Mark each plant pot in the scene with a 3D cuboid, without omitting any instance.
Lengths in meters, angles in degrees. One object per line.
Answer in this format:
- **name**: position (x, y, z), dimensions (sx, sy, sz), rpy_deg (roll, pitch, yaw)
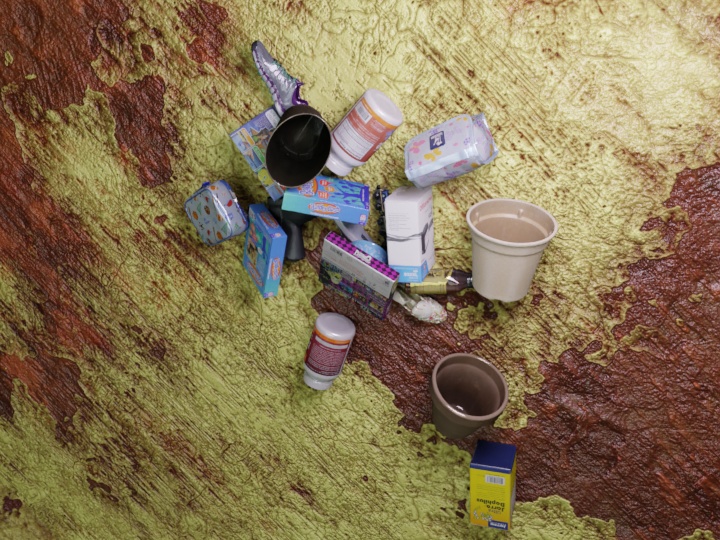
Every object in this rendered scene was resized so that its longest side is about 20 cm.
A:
- **plant pot**: position (0.332, -0.036, 1.555), dimensions (0.200, 0.201, 0.184), rpy_deg (14, 126, 16)
- **plant pot**: position (0.261, 0.342, 1.743), dimensions (0.200, 0.200, 0.175), rpy_deg (23, 135, 11)

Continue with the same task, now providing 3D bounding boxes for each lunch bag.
- **lunch bag**: position (-0.384, -0.156, 1.806), dimensions (0.200, 0.076, 0.160), rpy_deg (-15, 104, 53)
- **lunch bag**: position (0.197, -0.263, 1.495), dimensions (0.169, 0.200, 0.127), rpy_deg (-19, 103, 28)

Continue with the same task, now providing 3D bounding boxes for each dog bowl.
- **dog bowl**: position (0.000, 0.000, 1.716), dimensions (0.111, 0.050, 0.200), rpy_deg (27, 146, -4)

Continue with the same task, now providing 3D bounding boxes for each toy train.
- **toy train**: position (0.067, -0.117, 1.702), dimensions (0.046, 0.034, 0.200), rpy_deg (-3, 110, 19)

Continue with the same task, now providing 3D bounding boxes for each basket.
- **basket**: position (-0.141, -0.306, 1.580), dimensions (0.136, 0.200, 0.180), rpy_deg (29, 112, -16)

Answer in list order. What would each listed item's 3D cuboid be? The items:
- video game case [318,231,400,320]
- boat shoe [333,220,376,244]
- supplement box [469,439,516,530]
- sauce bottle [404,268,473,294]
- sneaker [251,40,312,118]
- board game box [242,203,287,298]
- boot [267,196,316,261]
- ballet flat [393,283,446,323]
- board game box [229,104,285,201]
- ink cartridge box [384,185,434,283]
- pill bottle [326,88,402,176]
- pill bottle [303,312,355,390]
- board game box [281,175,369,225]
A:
- **video game case**: position (-0.008, 0.017, 1.647), dimensions (0.200, 0.036, 0.181), rpy_deg (31, 146, 13)
- **boat shoe**: position (-0.021, -0.083, 1.726), dimensions (0.066, 0.070, 0.200), rpy_deg (-26, 117, 35)
- **supplement box**: position (0.357, 0.577, 1.830), dimensions (0.109, 0.109, 0.200), rpy_deg (4, 112, 20)
- **sauce bottle**: position (0.208, 0.025, 1.681), dimensions (0.200, 0.066, 0.066), rpy_deg (-2, 111, 8)
- **sneaker**: position (-0.188, -0.469, 1.645), dimensions (0.087, 0.074, 0.200), rpy_deg (-18, 115, 16)
- **board game box**: position (-0.255, -0.052, 1.785), dimensions (0.152, 0.045, 0.200), rpy_deg (52, 141, 38)
- **boot**: position (-0.153, -0.109, 1.765), dimensions (0.200, 0.076, 0.168), rpy_deg (5, 109, 27)
- **ballet flat**: position (0.128, 0.081, 1.742), dimensions (0.200, 0.064, 0.076), rpy_deg (33, 118, 5)
- **board game box**: position (-0.216, -0.293, 1.707), dimensions (0.135, 0.034, 0.200), rpy_deg (-33, 97, 0)
- **ink cartridge box**: position (0.121, -0.089, 1.628), dimensions (0.084, 0.145, 0.200), rpy_deg (3, 112, 20)
- **pill bottle**: position (-0.003, -0.320, 1.601), dimensions (0.112, 0.112, 0.200), rpy_deg (45, 120, -1)
- **pill bottle**: position (-0.092, 0.224, 1.860), dimensions (0.113, 0.113, 0.200), rpy_deg (24, 117, 11)
- **board game box**: position (-0.080, -0.177, 1.629), dimensions (0.200, 0.152, 0.045), rpy_deg (10, 119, -6)
